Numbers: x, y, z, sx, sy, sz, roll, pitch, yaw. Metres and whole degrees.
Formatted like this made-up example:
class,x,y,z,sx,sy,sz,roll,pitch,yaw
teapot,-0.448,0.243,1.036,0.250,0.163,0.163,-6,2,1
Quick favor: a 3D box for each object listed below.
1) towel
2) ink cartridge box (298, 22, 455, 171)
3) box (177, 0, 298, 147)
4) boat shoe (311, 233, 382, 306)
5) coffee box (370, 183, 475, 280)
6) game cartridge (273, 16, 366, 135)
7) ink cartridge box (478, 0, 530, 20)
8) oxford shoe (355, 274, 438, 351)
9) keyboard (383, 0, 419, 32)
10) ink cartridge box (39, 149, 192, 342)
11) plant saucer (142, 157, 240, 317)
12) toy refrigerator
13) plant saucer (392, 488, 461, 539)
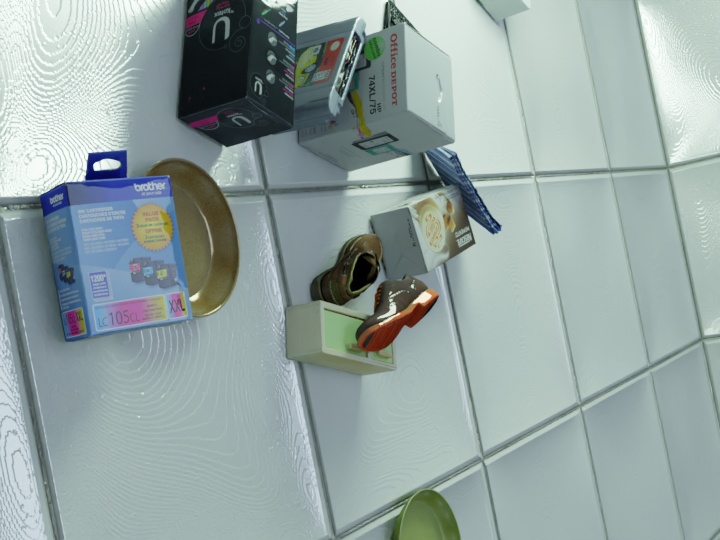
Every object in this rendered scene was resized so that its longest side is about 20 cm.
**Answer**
class,x,y,z,sx,sy,sz,roll,pitch,yaw
towel,0.174,-0.159,2.056,0.024,0.145,0.201,-39,126,-5
ink cartridge box,0.025,-0.260,1.770,0.146,0.198,0.149,22,61,-53
box,-0.162,-0.287,1.553,0.106,0.121,0.202,27,57,-52
boat shoe,0.000,0.000,1.769,0.072,0.067,0.200,64,33,-19
coffee box,0.108,-0.067,1.954,0.200,0.079,0.116,-26,102,-58
game cartridge,-0.072,-0.285,1.686,0.041,0.132,0.201,50,42,-37
ink cartridge box,0.289,-0.655,2.431,0.145,0.087,0.202,33,52,-48
oxford shoe,0.039,0.061,1.716,0.072,0.071,0.200,41,32,13
keyboard,0.109,-0.402,2.104,0.200,0.039,0.105,36,50,-46
ink cartridge box,-0.276,-0.030,1.301,0.135,0.076,0.203,-9,86,-40
plant saucer,-0.227,-0.038,1.451,0.200,0.035,0.203,26,58,-52
toy refrigerator,-0.023,0.101,1.699,0.199,0.069,0.077,21,62,-55
plant saucer,0.101,0.446,1.821,0.199,0.031,0.202,24,61,-53
